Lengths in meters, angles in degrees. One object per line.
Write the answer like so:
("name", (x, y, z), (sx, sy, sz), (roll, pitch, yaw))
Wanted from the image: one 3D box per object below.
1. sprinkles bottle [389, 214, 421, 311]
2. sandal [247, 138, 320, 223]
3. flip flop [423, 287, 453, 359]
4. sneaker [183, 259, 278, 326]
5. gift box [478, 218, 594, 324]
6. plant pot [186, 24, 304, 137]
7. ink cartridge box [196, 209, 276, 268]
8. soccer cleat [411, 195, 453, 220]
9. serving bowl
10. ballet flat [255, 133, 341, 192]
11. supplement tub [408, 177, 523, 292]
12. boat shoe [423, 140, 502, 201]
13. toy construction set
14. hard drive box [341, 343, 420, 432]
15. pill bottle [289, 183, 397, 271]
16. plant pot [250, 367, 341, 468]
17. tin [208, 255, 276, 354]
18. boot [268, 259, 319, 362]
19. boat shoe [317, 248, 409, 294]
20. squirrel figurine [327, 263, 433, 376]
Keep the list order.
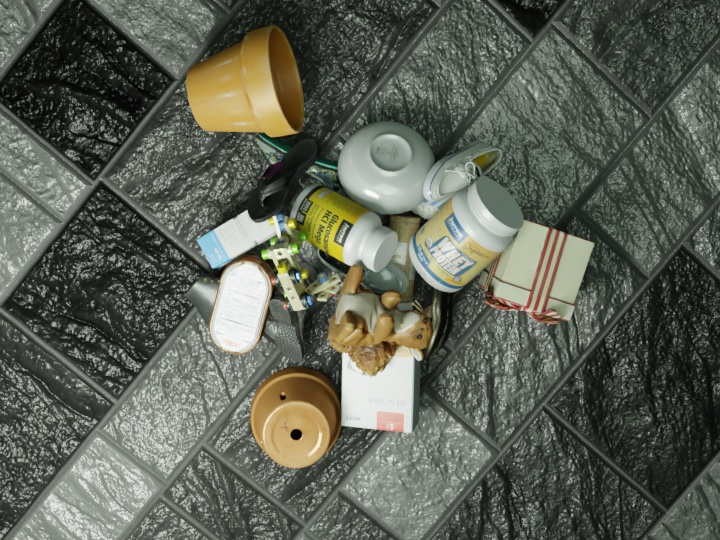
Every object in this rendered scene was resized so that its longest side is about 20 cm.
("sprinkles bottle", (0.083, -0.012, 1.671), (0.067, 0.068, 0.203), (5, 97, -5))
("sandal", (-0.155, -0.179, 1.543), (0.075, 0.048, 0.201), (22, 68, 32))
("flip flop", (0.153, 0.086, 1.692), (0.057, 0.081, 0.203), (13, 108, 29))
("sneaker", (-0.259, 0.023, 1.646), (0.200, 0.075, 0.106), (-42, 102, 4))
("gift box", (0.342, 0.000, 1.629), (0.182, 0.200, 0.189), (17, 98, -1))
("plant pot", (-0.224, -0.345, 1.552), (0.181, 0.200, 0.203), (-9, 99, 13))
("ink cartridge box", (-0.215, -0.083, 1.613), (0.198, 0.116, 0.067), (-30, 92, 1))
("soccer cleat", (0.137, -0.135, 1.651), (0.197, 0.070, 0.088), (0, 81, -6))
("serving bowl", (0.055, -0.214, 1.596), (0.197, 0.066, 0.203), (2, 67, -4))
("ballet flat", (-0.125, -0.209, 1.632), (0.198, 0.074, 0.075), (22, 96, -4))
("supplement tub", (0.203, -0.068, 1.569), (0.144, 0.145, 0.200), (39, 126, -8))
("boat shoe", (0.213, -0.190, 1.601), (0.201, 0.086, 0.075), (-34, 127, -34))
("toy construction set", (-0.119, -0.003, 1.541), (0.091, 0.132, 0.201), (-23, 125, 22))
("hard drive box", (0.043, 0.219, 1.677), (0.154, 0.077, 0.203), (2, 98, 14))
("pill bottle", (-0.031, -0.079, 1.576), (0.199, 0.112, 0.114), (29, 96, 24))
("plant pot", (-0.131, 0.315, 1.665), (0.197, 0.140, 0.203), (-1, 99, -4))
("tin", (-0.235, 0.070, 1.607), (0.111, 0.042, 0.202), (17, 105, 5))
("boot", (-0.117, 0.086, 1.661), (0.069, 0.132, 0.201), (23, 141, 20))
("boat shoe", (0.000, -0.001, 1.632), (0.199, 0.071, 0.071), (26, 107, 17))
("squirrel figurine", (0.040, 0.113, 1.568), (0.184, 0.143, 0.201), (14, 139, -13))
